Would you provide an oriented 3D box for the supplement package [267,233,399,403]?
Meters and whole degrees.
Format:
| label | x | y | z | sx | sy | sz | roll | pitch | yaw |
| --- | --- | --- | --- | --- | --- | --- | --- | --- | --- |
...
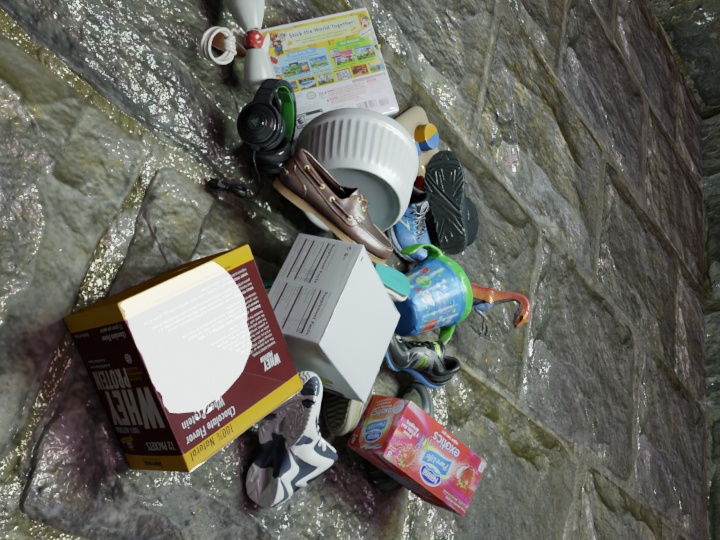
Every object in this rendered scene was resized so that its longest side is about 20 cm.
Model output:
| label | x | y | z | sx | sy | sz | roll | pitch | yaw |
| --- | --- | --- | --- | --- | --- | --- | --- | --- | --- |
| supplement package | -0.040 | 0.073 | 0.972 | 0.157 | 0.110 | 0.200 | -66 | 150 | -25 |

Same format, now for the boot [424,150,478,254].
| label | x | y | z | sx | sy | sz | roll | pitch | yaw |
| --- | --- | --- | --- | --- | --- | --- | --- | --- | --- |
| boot | 0.183 | -0.136 | 1.322 | 0.168 | 0.076 | 0.202 | -34 | 116 | -71 |

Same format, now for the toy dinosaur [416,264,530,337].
| label | x | y | z | sx | sy | sz | roll | pitch | yaw |
| --- | --- | --- | --- | --- | --- | --- | --- | --- | --- |
| toy dinosaur | 0.226 | 0.061 | 1.285 | 0.200 | 0.181 | 0.106 | 36 | 56 | -37 |

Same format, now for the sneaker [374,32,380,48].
| label | x | y | z | sx | sy | sz | roll | pitch | yaw |
| --- | --- | --- | --- | --- | --- | --- | --- | --- | --- |
| sneaker | -0.038 | -0.330 | 1.163 | 0.075 | 0.076 | 0.200 | 43 | 71 | -13 |

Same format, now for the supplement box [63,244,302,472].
| label | x | y | z | sx | sy | sz | roll | pitch | yaw |
| --- | --- | --- | --- | --- | --- | --- | --- | --- | --- |
| supplement box | -0.209 | 0.104 | 0.820 | 0.197 | 0.132 | 0.202 | -31 | 104 | -48 |

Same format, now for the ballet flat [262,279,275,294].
| label | x | y | z | sx | sy | sz | roll | pitch | yaw |
| --- | --- | --- | --- | --- | --- | --- | --- | --- | --- |
| ballet flat | -0.111 | 0.038 | 1.004 | 0.199 | 0.069 | 0.070 | -17 | 94 | -52 |

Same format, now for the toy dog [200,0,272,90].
| label | x | y | z | sx | sy | sz | roll | pitch | yaw |
| --- | --- | --- | --- | --- | --- | --- | --- | --- | --- |
| toy dog | -0.183 | -0.377 | 1.010 | 0.131 | 0.096 | 0.202 | 14 | 84 | -37 |

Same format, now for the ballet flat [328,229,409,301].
| label | x | y | z | sx | sy | sz | roll | pitch | yaw |
| --- | --- | --- | --- | --- | --- | --- | --- | --- | --- |
| ballet flat | 0.000 | 0.000 | 1.073 | 0.200 | 0.069 | 0.070 | 37 | 56 | -39 |

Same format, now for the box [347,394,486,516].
| label | x | y | z | sx | sy | sz | roll | pitch | yaw |
| --- | --- | --- | --- | --- | --- | --- | --- | --- | --- |
| box | 0.091 | 0.289 | 1.051 | 0.200 | 0.099 | 0.096 | 42 | 66 | -26 |

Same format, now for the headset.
| label | x | y | z | sx | sy | sz | roll | pitch | yaw |
| --- | --- | --- | --- | --- | --- | --- | --- | --- | --- |
| headset | -0.152 | -0.192 | 0.991 | 0.124 | 0.093 | 0.201 | 76 | 27 | -59 |

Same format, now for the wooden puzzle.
| label | x | y | z | sx | sy | sz | roll | pitch | yaw |
| --- | --- | --- | --- | --- | --- | --- | --- | --- | --- |
| wooden puzzle | 0.121 | -0.213 | 1.335 | 0.185 | 0.046 | 0.201 | -43 | 113 | -44 |

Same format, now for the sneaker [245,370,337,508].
| label | x | y | z | sx | sy | sz | roll | pitch | yaw |
| --- | --- | --- | --- | --- | --- | --- | --- | --- | --- |
| sneaker | -0.078 | 0.230 | 0.950 | 0.129 | 0.079 | 0.201 | 2 | 104 | -60 |

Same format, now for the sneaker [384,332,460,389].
| label | x | y | z | sx | sy | sz | roll | pitch | yaw |
| --- | --- | --- | --- | --- | --- | --- | --- | --- | --- |
| sneaker | 0.100 | 0.140 | 1.148 | 0.199 | 0.083 | 0.071 | 32 | 30 | -39 |

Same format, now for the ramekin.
| label | x | y | z | sx | sy | sz | roll | pitch | yaw |
| --- | --- | --- | --- | --- | --- | --- | --- | --- | --- |
| ramekin | -0.010 | -0.141 | 1.041 | 0.200 | 0.199 | 0.106 | 38 | 43 | -36 |

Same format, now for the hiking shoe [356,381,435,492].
| label | x | y | z | sx | sy | sz | roll | pitch | yaw |
| --- | --- | --- | --- | --- | --- | --- | --- | --- | --- |
| hiking shoe | 0.061 | 0.264 | 1.131 | 0.101 | 0.075 | 0.201 | 49 | 49 | -33 |

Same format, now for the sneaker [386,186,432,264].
| label | x | y | z | sx | sy | sz | roll | pitch | yaw |
| --- | --- | --- | --- | --- | --- | --- | --- | --- | --- |
| sneaker | 0.091 | -0.098 | 1.241 | 0.201 | 0.089 | 0.079 | 59 | 45 | -22 |

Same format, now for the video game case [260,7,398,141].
| label | x | y | z | sx | sy | sz | roll | pitch | yaw |
| --- | --- | --- | --- | --- | --- | --- | --- | --- | --- |
| video game case | -0.052 | -0.325 | 1.105 | 0.199 | 0.023 | 0.184 | -19 | 92 | -18 |

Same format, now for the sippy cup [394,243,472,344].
| label | x | y | z | sx | sy | sz | roll | pitch | yaw |
| --- | --- | --- | --- | --- | --- | --- | --- | --- | --- |
| sippy cup | 0.110 | 0.053 | 1.206 | 0.130 | 0.140 | 0.179 | -21 | 72 | -38 |

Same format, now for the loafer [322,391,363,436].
| label | x | y | z | sx | sy | sz | roll | pitch | yaw |
| --- | --- | --- | --- | --- | --- | --- | --- | --- | --- |
| loafer | -0.007 | 0.168 | 1.077 | 0.068 | 0.075 | 0.202 | 28 | 60 | -35 |

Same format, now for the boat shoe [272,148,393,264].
| label | x | y | z | sx | sy | sz | roll | pitch | yaw |
| --- | --- | --- | --- | --- | --- | --- | --- | --- | --- |
| boat shoe | -0.026 | -0.089 | 0.944 | 0.199 | 0.070 | 0.070 | 37 | 14 | -13 |
